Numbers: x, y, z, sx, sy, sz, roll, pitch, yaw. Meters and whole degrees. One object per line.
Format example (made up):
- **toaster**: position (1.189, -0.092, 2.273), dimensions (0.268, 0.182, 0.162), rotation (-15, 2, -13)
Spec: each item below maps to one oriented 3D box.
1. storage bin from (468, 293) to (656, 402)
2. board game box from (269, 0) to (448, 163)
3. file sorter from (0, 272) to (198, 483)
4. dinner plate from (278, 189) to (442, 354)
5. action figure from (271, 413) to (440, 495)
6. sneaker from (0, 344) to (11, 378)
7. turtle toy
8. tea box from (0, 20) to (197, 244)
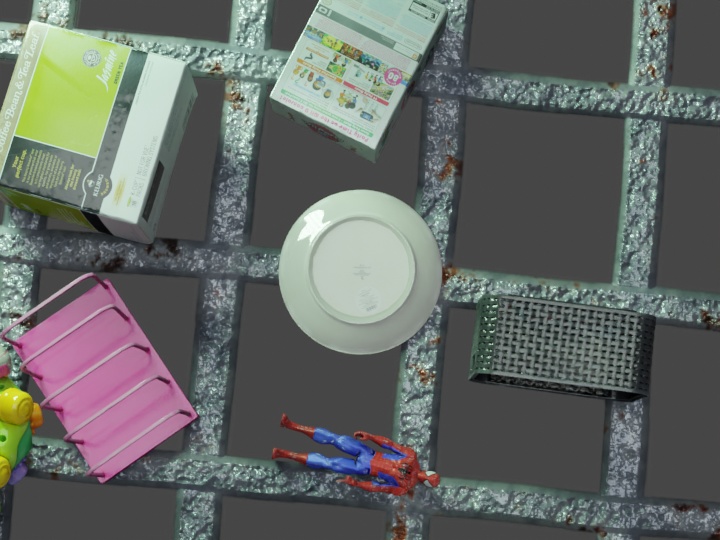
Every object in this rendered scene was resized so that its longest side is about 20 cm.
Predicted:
- **storage bin**: position (0.230, 0.090, 1.677), dimensions (0.198, 0.135, 0.095), rotation (7, 81, 1)
- **board game box**: position (-0.001, -0.256, 1.769), dimensions (0.147, 0.064, 0.201), rotation (27, 80, 5)
- **file sorter**: position (-0.304, 0.122, 1.676), dimensions (0.138, 0.125, 0.201), rotation (-34, 83, -5)
- **dinner plate**: position (0.000, 0.000, 1.749), dimensions (0.198, 0.024, 0.202), rotation (0, 82, 0)
- **action figure**: position (-0.003, 0.221, 1.702), dimensions (0.198, 0.052, 0.066), rotation (15, 77, 0)
- **sneaker**: position (-0.476, 0.060, 1.666), dimensions (0.199, 0.081, 0.089), rotation (30, 123, 26)
- **turtle toy**: position (-0.437, 0.209, 1.672), dimensions (0.145, 0.101, 0.202), rotation (12, 80, 29)
- **tea box**: position (-0.317, -0.160, 1.717), dimensions (0.195, 0.134, 0.202), rotation (16, 81, 2)
